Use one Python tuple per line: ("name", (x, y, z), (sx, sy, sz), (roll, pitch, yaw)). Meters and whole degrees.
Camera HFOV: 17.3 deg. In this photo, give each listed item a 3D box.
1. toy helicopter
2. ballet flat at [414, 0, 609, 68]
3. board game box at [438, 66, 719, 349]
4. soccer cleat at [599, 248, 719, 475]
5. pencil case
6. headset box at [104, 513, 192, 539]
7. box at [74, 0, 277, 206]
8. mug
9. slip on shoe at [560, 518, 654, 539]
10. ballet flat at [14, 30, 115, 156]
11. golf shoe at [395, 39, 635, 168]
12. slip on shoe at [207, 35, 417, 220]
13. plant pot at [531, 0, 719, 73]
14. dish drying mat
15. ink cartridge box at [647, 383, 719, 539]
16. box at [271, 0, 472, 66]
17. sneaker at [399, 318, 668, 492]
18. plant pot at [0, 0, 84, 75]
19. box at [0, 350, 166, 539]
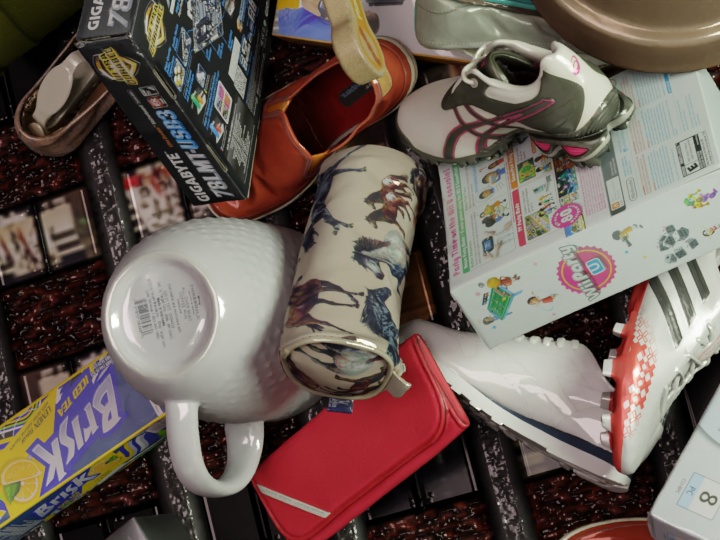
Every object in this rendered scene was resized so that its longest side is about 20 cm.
("toy helicopter", (-0.027, -0.223, 1.637), (0.079, 0.132, 0.200), (-24, 71, 18))
("ballet flat", (0.135, -0.167, 1.646), (0.200, 0.067, 0.064), (8, 121, -4))
("board game box", (0.156, -0.052, 1.601), (0.200, 0.064, 0.148), (-24, 36, 17))
("soccer cleat", (0.212, 0.046, 1.589), (0.085, 0.069, 0.200), (11, 64, 10))
("pencil case", (0.000, 0.000, 1.640), (0.078, 0.089, 0.200), (-43, 27, 43))
("headset box", (-0.170, 0.284, 1.741), (0.200, 0.075, 0.149), (-38, 74, 15))
("box", (-0.122, -0.181, 1.650), (0.050, 0.199, 0.200), (-6, 57, 21))
("mug", (-0.103, 0.060, 1.674), (0.147, 0.175, 0.200), (-2, 86, 21))
("slip on shoe", (0.220, 0.210, 1.594), (0.200, 0.061, 0.074), (8, 91, 23))
("ballet flat", (-0.190, -0.166, 1.781), (0.068, 0.067, 0.200), (41, 101, 18))
("golf shoe", (0.093, -0.123, 1.612), (0.200, 0.088, 0.077), (1, 51, 45))
("slip on shoe", (-0.045, -0.099, 1.709), (0.200, 0.061, 0.074), (-35, 89, 30))
("plant pot", (0.204, -0.253, 1.541), (0.200, 0.175, 0.201), (0, 68, 1))
("dish drying mat", (-0.004, 0.127, 1.676), (0.200, 0.018, 0.077), (-42, 70, 39))
("ink cartridge box", (0.311, 0.142, 1.541), (0.200, 0.047, 0.160), (23, 66, 23))
("box", (0.040, -0.213, 1.709), (0.200, 0.041, 0.119), (9, 90, 24))
("sneaker", (0.118, 0.078, 1.652), (0.200, 0.076, 0.081), (28, 85, 16))
("plant pot", (-0.236, -0.278, 1.752), (0.193, 0.200, 0.201), (-29, 77, 6))
("box", (-0.222, 0.131, 1.777), (0.200, 0.064, 0.070), (-34, 76, 15))
